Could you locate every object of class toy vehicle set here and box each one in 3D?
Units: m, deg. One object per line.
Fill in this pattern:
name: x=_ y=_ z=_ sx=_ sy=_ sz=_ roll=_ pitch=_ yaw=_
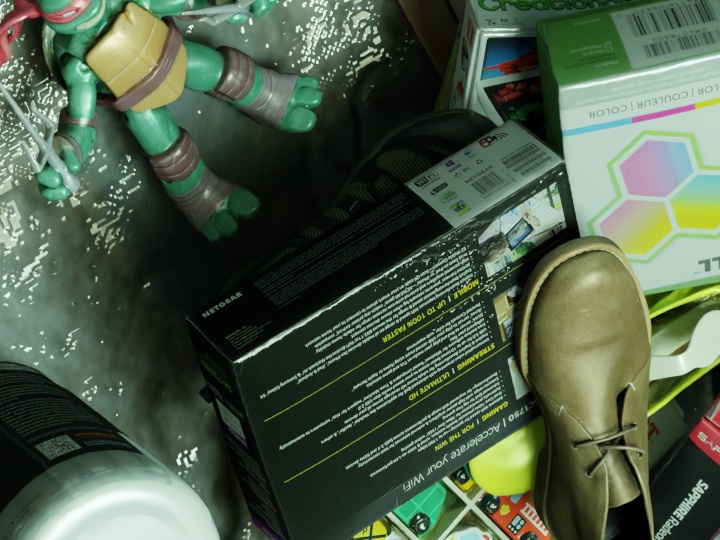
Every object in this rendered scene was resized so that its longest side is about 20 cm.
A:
toy vehicle set: x=0.057 y=0.156 z=1.615 sx=0.124 sy=0.026 sz=0.200 roll=-49 pitch=124 yaw=-7

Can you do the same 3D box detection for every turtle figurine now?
turtle figurine: x=-0.104 y=-0.100 z=1.476 sx=0.150 sy=0.101 sz=0.200 roll=-43 pitch=142 yaw=6

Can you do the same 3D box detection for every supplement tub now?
supplement tub: x=-0.162 y=0.119 z=1.458 sx=0.122 sy=0.200 sz=0.123 roll=-13 pitch=116 yaw=-29

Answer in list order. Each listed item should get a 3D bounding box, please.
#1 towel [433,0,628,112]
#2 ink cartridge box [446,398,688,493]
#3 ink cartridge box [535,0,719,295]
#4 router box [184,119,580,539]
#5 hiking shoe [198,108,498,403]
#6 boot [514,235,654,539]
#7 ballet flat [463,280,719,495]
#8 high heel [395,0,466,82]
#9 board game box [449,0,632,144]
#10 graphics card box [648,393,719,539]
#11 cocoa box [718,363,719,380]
towel: x=0.137 y=-0.099 z=1.587 sx=0.199 sy=0.023 sz=0.144 roll=1 pitch=130 yaw=-14
ink cartridge box: x=0.065 y=0.098 z=1.669 sx=0.200 sy=0.084 sz=0.145 roll=-45 pitch=125 yaw=-10
ink cartridge box: x=0.152 y=-0.044 z=1.534 sx=0.103 sy=0.059 sz=0.201 roll=-12 pitch=132 yaw=-3
router box: x=0.022 y=0.037 z=1.490 sx=0.199 sy=0.051 sz=0.150 roll=-31 pitch=133 yaw=-17
hiking shoe: x=0.000 y=0.000 z=1.530 sx=0.076 sy=0.101 sz=0.200 roll=42 pitch=116 yaw=-14
boot: x=0.124 y=0.074 z=1.501 sx=0.073 sy=0.076 sz=0.201 roll=-16 pitch=127 yaw=-11
ballet flat: x=0.139 y=0.056 z=1.595 sx=0.200 sy=0.067 sz=0.067 roll=-33 pitch=112 yaw=-35
high heel: x=0.037 y=-0.128 z=1.572 sx=0.199 sy=0.067 sz=0.097 roll=19 pitch=87 yaw=-40
board game box: x=0.146 y=-0.085 z=1.562 sx=0.199 sy=0.035 sz=0.127 roll=-1 pitch=131 yaw=-12
graphics card box: x=0.203 y=0.110 z=1.694 sx=0.125 sy=0.051 sz=0.200 roll=-46 pitch=172 yaw=-38
cocoa box: x=0.291 y=0.002 z=1.749 sx=0.133 sy=0.131 sz=0.201 roll=-22 pitch=118 yaw=-26
